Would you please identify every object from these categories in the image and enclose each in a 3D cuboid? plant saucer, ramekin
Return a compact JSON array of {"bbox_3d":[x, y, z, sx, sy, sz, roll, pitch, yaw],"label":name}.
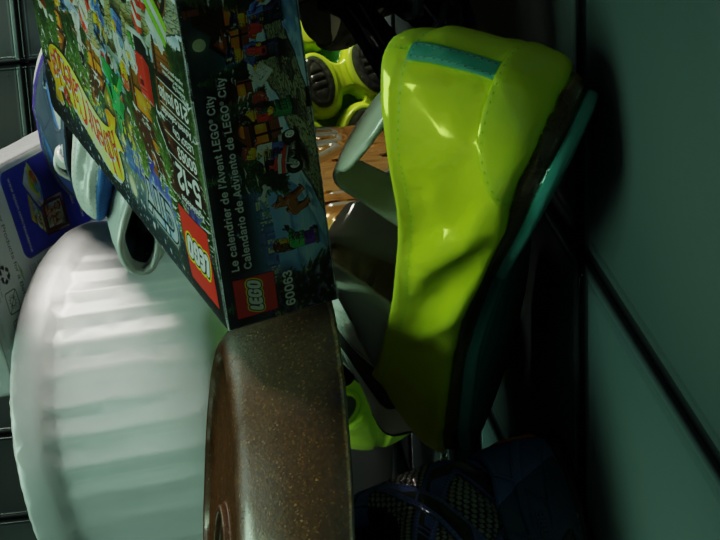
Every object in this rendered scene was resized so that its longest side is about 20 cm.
[{"bbox_3d":[-0.029,0.100,0.754,0.200,0.034,0.200,-179,90,-83],"label":"plant saucer"},{"bbox_3d":[-0.063,0.068,1.073,0.200,0.098,0.201,-11,-90,-67],"label":"ramekin"}]

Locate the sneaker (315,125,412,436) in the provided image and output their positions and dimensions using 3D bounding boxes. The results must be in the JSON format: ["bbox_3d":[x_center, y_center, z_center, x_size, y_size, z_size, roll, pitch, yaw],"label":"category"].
[{"bbox_3d":[0.000,0.000,0.888,0.200,0.076,0.088,-115,20,-70],"label":"sneaker"}]

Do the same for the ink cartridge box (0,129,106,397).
[{"bbox_3d":[-0.137,-0.017,1.102,0.200,0.037,0.095,-39,-65,-61],"label":"ink cartridge box"}]

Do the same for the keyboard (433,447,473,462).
[{"bbox_3d":[0.038,0.161,0.940,0.127,0.021,0.200,-103,9,-46],"label":"keyboard"}]

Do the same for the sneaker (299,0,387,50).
[{"bbox_3d":[-0.022,-0.173,0.802,0.074,0.079,0.200,-43,-51,-57],"label":"sneaker"}]

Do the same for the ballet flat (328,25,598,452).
[{"bbox_3d":[0.022,-0.011,0.711,0.200,0.067,0.067,101,-168,-62],"label":"ballet flat"}]

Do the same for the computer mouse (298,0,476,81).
[{"bbox_3d":[0.010,-0.160,0.694,0.138,0.053,0.200,45,141,42],"label":"computer mouse"}]

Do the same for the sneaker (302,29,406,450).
[{"bbox_3d":[-0.018,-0.021,1.017,0.084,0.074,0.200,146,118,-78],"label":"sneaker"}]

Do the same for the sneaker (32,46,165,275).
[{"bbox_3d":[-0.098,-0.047,0.972,0.200,0.081,0.146,122,160,-50],"label":"sneaker"}]

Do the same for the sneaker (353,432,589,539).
[{"bbox_3d":[0.037,0.121,0.684,0.200,0.078,0.075,-111,16,-64],"label":"sneaker"}]

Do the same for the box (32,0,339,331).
[{"bbox_3d":[-0.067,-0.084,0.758,0.200,0.038,0.137,-134,33,-58],"label":"box"}]

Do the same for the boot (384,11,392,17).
[{"bbox_3d":[-0.006,-0.180,0.880,0.200,0.070,0.132,72,-174,-70],"label":"boot"}]
